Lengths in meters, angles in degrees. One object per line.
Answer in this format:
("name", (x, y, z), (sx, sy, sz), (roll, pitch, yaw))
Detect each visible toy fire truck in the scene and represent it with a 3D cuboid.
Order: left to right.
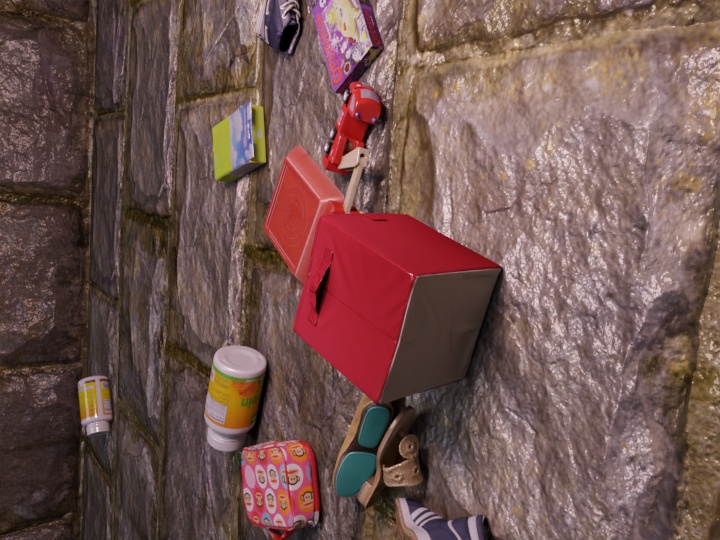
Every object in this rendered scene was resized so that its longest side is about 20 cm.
("toy fire truck", (-0.015, -0.176, 0.977), (0.142, 0.048, 0.202), (-111, 39, -50))

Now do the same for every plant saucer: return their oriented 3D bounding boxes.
("plant saucer", (-0.118, -0.101, 1.162), (0.200, 0.036, 0.202), (51, 130, 41))

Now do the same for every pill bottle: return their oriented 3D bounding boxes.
("pill bottle", (-0.968, 0.496, 2.282), (0.109, 0.108, 0.203), (-36, 62, 48))
("pill bottle", (-0.266, 0.271, 1.308), (0.111, 0.110, 0.203), (36, 119, 47))

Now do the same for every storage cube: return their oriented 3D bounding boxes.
("storage cube", (0.046, 0.038, 0.809), (0.179, 0.198, 0.174), (33, 116, 41))

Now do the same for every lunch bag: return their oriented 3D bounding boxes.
("lunch bag", (-0.155, 0.417, 1.180), (0.199, 0.081, 0.180), (-21, 74, 52))

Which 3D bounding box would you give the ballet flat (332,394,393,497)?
("ballet flat", (0.006, 0.269, 0.988), (0.063, 0.068, 0.202), (-99, 28, -62))

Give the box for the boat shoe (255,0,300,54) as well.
("boat shoe", (-0.134, -0.504, 1.159), (0.093, 0.074, 0.202), (52, 138, 31))

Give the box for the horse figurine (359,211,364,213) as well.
("horse figurine", (0.000, 0.000, 0.989), (0.133, 0.049, 0.203), (45, 123, 50))

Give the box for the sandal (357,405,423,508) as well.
("sandal", (0.060, 0.289, 0.908), (0.069, 0.077, 0.214), (37, 128, 24))

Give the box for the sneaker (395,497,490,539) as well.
("sneaker", (0.109, 0.352, 0.838), (0.200, 0.106, 0.072), (148, 116, -83))

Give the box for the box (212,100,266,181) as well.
("box", (-0.259, -0.274, 1.344), (0.199, 0.047, 0.124), (-10, 83, 53))

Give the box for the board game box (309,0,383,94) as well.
("board game box", (-0.028, -0.415, 1.042), (0.120, 0.032, 0.203), (-41, 58, 51))
